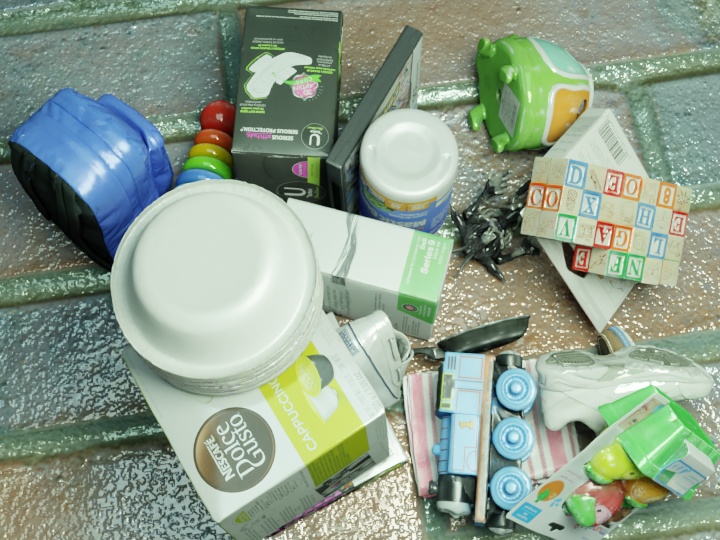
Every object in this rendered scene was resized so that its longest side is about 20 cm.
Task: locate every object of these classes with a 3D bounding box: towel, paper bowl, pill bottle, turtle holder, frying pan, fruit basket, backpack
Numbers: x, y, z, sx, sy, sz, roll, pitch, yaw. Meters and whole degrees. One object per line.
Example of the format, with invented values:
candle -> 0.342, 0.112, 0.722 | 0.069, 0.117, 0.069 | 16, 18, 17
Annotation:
towel -> 0.154, 0.180, 1.173 | 0.197, 0.030, 0.148 | -7, 71, -3
paper bowl -> -0.137, 0.008, 0.949 | 0.198, 0.105, 0.203 | -1, 67, 3
pill bottle -> 0.052, -0.094, 1.181 | 0.110, 0.200, 0.114 | 0, 69, 0
turtle holder -> 0.212, -0.227, 1.278 | 0.130, 0.185, 0.143 | -7, 104, -14
frying pan -> 0.109, 0.086, 1.163 | 0.188, 0.115, 0.031 | -16, 79, -5
fruit basket -> 0.272, 0.221, 1.047 | 0.200, 0.185, 0.094 | -47, 45, 10
backpack -> -0.318, -0.126, 1.193 | 0.162, 0.200, 0.169 | 32, 73, 12

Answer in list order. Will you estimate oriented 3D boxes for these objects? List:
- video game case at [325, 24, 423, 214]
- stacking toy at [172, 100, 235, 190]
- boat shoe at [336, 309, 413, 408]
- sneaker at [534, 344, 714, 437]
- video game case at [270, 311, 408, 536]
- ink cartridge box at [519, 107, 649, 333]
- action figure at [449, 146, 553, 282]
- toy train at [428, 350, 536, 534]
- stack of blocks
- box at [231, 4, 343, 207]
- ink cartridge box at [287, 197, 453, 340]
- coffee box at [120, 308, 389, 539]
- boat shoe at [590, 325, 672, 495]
video game case -> 0.018, -0.167, 1.217 | 0.025, 0.181, 0.201 | 26, 72, 10
stacking toy -> -0.194, -0.126, 1.262 | 0.084, 0.086, 0.202 | 7, 65, 2
boat shoe -> 0.028, 0.098, 1.109 | 0.065, 0.200, 0.074 | -33, 70, -1
sneaker -> 0.287, 0.139, 1.106 | 0.197, 0.078, 0.101 | 0, 107, -1
video game case -> -0.067, 0.175, 1.171 | 0.180, 0.036, 0.201 | -26, 72, -9
ink cartridge box -> 0.276, -0.059, 1.189 | 0.176, 0.045, 0.201 | -46, 117, -17
action figure -> 0.188, -0.071, 1.227 | 0.199, 0.102, 0.119 | -38, 86, -14
toy train -> 0.136, 0.187, 1.118 | 0.113, 0.087, 0.203 | 3, 75, 9
stack of blocks -> 0.277, -0.053, 1.131 | 0.198, 0.058, 0.117 | 9, 93, -32
box -> -0.086, -0.200, 1.247 | 0.123, 0.149, 0.203 | 4, 69, 0
ink cartridge box -> 0.000, 0.000, 1.176 | 0.198, 0.146, 0.085 | 15, 71, 5
coffee box -> -0.102, 0.144, 1.057 | 0.196, 0.200, 0.201 | -31, 71, -9
boat shoe -> 0.299, 0.164, 1.157 | 0.071, 0.072, 0.202 | -11, 70, -3
